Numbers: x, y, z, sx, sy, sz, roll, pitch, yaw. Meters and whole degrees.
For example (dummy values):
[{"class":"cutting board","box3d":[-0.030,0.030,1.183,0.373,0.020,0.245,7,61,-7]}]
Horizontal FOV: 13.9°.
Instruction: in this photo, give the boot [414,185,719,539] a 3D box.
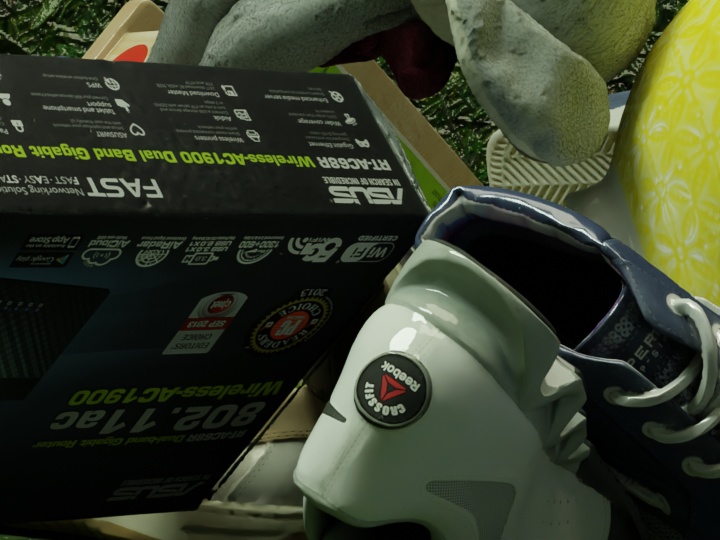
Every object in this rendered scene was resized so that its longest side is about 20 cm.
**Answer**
[{"class":"boot","box3d":[0.101,0.047,0.850,0.200,0.073,0.090,28,-11,29]}]

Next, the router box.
[{"class":"router box","box3d":[-0.098,0.010,0.869,0.200,0.062,0.150,0,-39,-42]}]

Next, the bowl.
[{"class":"bowl","box3d":[0.130,-0.003,0.970,0.108,0.200,0.200,-17,-2,4]}]

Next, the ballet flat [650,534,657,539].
[{"class":"ballet flat","box3d":[0.113,0.082,1.014,0.200,0.065,0.070,8,-4,-41]}]

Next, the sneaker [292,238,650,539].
[{"class":"sneaker","box3d":[0.024,0.069,0.833,0.074,0.089,0.200,34,-12,29]}]

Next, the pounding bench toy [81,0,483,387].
[{"class":"pounding bench toy","box3d":[-0.082,0.001,1.200,0.124,0.200,0.156,47,-22,-27]}]

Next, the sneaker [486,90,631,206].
[{"class":"sneaker","box3d":[0.145,-0.039,1.153,0.084,0.075,0.200,-21,24,-41]}]

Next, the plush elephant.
[{"class":"plush elephant","box3d":[0.032,-0.098,0.984,0.155,0.165,0.200,35,-30,9]}]

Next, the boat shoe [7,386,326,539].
[{"class":"boat shoe","box3d":[-0.102,0.055,1.030,0.200,0.069,0.074,7,-1,13]}]

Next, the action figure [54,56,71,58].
[{"class":"action figure","box3d":[-0.187,-0.022,1.094,0.200,0.105,0.193,-9,-3,6]}]

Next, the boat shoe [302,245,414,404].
[{"class":"boat shoe","box3d":[0.000,0.000,1.001,0.065,0.073,0.200,-9,13,-16]}]
